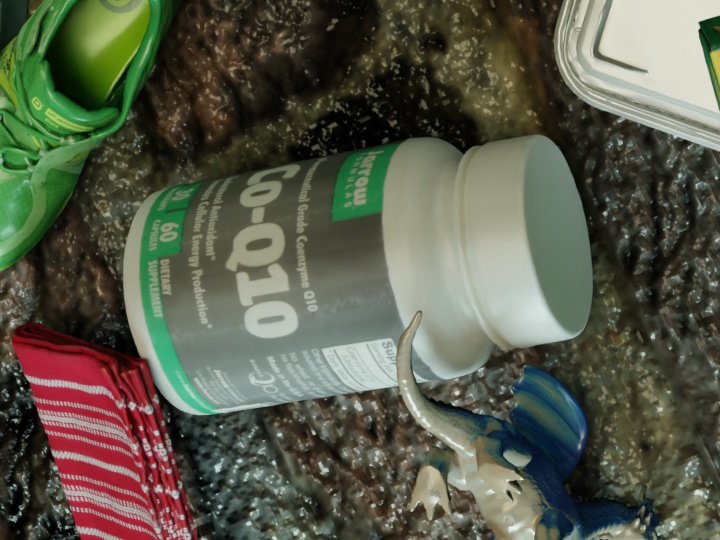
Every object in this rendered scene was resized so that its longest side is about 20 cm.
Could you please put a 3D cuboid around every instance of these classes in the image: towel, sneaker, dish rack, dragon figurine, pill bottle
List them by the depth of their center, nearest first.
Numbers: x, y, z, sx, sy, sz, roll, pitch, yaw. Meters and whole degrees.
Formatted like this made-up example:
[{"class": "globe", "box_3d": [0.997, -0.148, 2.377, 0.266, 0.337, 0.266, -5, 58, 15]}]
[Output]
[{"class": "dish rack", "box_3d": [0.180, -0.147, 1.120, 0.171, 0.044, 0.200, 21, 106, 17]}, {"class": "dragon figurine", "box_3d": [0.068, 0.084, 1.153, 0.059, 0.100, 0.200, -25, 113, 30]}, {"class": "pill bottle", "box_3d": [0.000, 0.000, 1.180, 0.200, 0.113, 0.113, -11, 96, 22]}, {"class": "sneaker", "box_3d": [-0.154, -0.084, 1.234, 0.074, 0.084, 0.200, 29, 111, -9]}, {"class": "towel", "box_3d": [-0.117, 0.125, 1.241, 0.145, 0.022, 0.200, 12, 120, 61]}]

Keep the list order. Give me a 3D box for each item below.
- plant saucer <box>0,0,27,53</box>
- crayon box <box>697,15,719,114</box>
[{"class": "plant saucer", "box_3d": [-0.266, -0.123, 1.313, 0.199, 0.019, 0.070, 8, 103, 19]}, {"class": "crayon box", "box_3d": [0.229, -0.025, 1.081, 0.118, 0.058, 0.200, -16, 104, 6]}]
